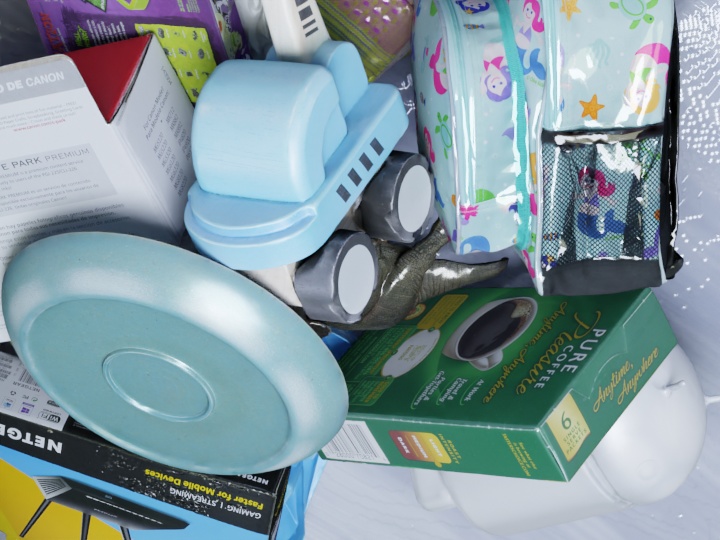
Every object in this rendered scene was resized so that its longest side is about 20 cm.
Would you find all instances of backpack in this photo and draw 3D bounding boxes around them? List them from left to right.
[{"bbox_3d":[0.104,-0.105,1.230,0.150,0.178,0.201,1,115,-9],"label":"backpack"}]

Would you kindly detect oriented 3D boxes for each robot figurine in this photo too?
[{"bbox_3d":[0.122,0.093,1.353,0.199,0.169,0.114,-17,85,32],"label":"robot figurine"}]

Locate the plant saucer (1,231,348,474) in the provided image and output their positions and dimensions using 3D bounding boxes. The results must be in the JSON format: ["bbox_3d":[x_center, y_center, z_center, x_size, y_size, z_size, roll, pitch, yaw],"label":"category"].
[{"bbox_3d":[-0.104,0.053,1.211,0.199,0.028,0.201,15,146,10],"label":"plant saucer"}]

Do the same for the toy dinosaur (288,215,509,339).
[{"bbox_3d":[0.000,0.000,1.290,0.077,0.200,0.103,47,124,24],"label":"toy dinosaur"}]

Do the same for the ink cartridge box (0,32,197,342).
[{"bbox_3d":[-0.189,-0.055,1.233,0.199,0.084,0.176,-9,128,23],"label":"ink cartridge box"}]

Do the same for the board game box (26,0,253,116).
[{"bbox_3d":[-0.130,-0.167,1.189,0.119,0.032,0.201,4,135,22],"label":"board game box"}]

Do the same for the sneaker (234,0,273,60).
[{"bbox_3d":[-0.095,-0.195,1.215,0.091,0.076,0.201,-7,117,9],"label":"sneaker"}]

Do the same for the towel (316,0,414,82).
[{"bbox_3d":[-0.067,-0.158,1.286,0.200,0.023,0.144,38,112,-18],"label":"towel"}]

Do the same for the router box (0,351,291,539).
[{"bbox_3d":[-0.147,0.138,1.361,0.199,0.051,0.150,16,133,5],"label":"router box"}]

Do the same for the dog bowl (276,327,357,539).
[{"bbox_3d":[-0.065,0.104,1.412,0.111,0.050,0.200,25,115,-14],"label":"dog bowl"}]

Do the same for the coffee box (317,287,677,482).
[{"bbox_3d":[0.068,0.061,1.280,0.199,0.123,0.044,-2,127,46],"label":"coffee box"}]

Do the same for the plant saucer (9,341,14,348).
[{"bbox_3d":[-0.130,-0.013,1.332,0.199,0.031,0.201,5,108,15],"label":"plant saucer"}]

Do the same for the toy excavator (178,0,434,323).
[{"bbox_3d":[-0.031,-0.102,1.163,0.099,0.195,0.201,9,137,31],"label":"toy excavator"}]
